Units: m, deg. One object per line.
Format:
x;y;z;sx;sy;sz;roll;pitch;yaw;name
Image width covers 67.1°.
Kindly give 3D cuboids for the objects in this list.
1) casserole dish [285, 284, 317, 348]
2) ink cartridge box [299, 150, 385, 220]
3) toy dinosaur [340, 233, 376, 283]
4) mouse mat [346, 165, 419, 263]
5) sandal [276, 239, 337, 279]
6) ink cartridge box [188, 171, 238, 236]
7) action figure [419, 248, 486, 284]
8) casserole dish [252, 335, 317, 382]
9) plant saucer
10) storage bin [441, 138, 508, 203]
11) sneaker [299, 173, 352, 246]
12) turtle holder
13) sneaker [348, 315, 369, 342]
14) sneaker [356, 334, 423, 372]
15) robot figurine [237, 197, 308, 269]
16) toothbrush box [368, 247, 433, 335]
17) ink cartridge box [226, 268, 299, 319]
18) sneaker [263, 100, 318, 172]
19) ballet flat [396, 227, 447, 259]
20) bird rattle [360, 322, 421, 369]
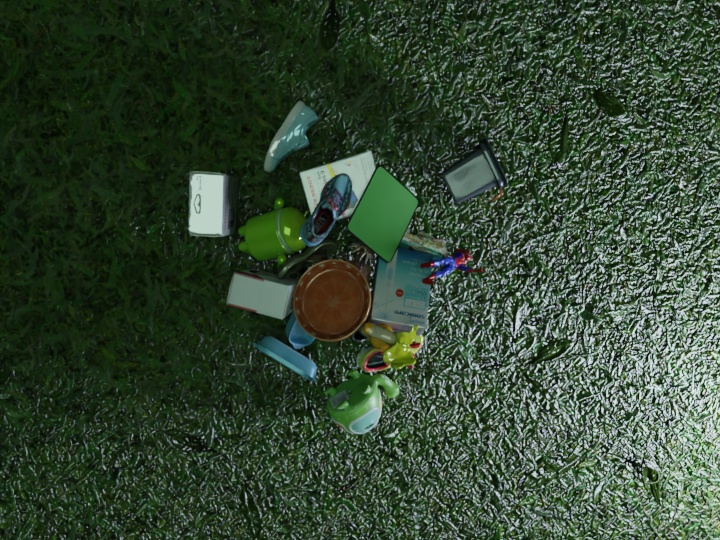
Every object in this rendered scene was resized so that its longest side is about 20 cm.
-0.134;0.110;1.439;0.038;0.120;0.203;31;96;32;casserole dish
-0.047;-0.210;1.414;0.195;0.088;0.149;-15;97;1;ink cartridge box
0.000;0.000;1.401;0.084;0.136;0.205;4;76;-13;toy dinosaur
0.060;-0.142;1.375;0.160;0.007;0.203;37;69;-26;mouse mat
-0.131;-0.017;1.398;0.057;0.200;0.080;46;139;14;sandal
-0.360;-0.163;1.347;0.085;0.200;0.149;2;96;-1;ink cartridge box
0.248;-0.015;1.392;0.097;0.198;0.067;1;105;41;action figure
-0.192;0.229;1.438;0.197;0.121;0.039;31;72;-4;casserole dish
-0.069;0.074;1.343;0.195;0.032;0.205;-3;75;11;plant saucer
0.283;-0.232;1.374;0.132;0.200;0.148;-27;96;13;storage bin
-0.069;-0.149;1.315;0.078;0.095;0.203;31;77;-14;sneaker
0.001;0.350;1.461;0.185;0.139;0.134;-43;118;-33;turtle holder
0.054;0.141;1.452;0.198;0.085;0.075;-32;96;2;sneaker
0.084;0.224;1.459;0.197;0.090;0.079;-28;95;1;sneaker
-0.216;-0.093;1.392;0.196;0.115;0.180;-14;69;21;robot figurine
0.103;0.053;1.406;0.143;0.086;0.205;11;70;-2;toothbrush box
-0.238;0.054;1.377;0.142;0.200;0.085;14;93;1;ink cartridge box
-0.177;-0.332;1.405;0.081;0.074;0.202;31;95;-1;sneaker
0.139;-0.077;1.450;0.196;0.076;0.065;18;64;-7;ballet flat
0.077;0.167;1.340;0.160;0.200;0.115;25;88;4;bird rattle
